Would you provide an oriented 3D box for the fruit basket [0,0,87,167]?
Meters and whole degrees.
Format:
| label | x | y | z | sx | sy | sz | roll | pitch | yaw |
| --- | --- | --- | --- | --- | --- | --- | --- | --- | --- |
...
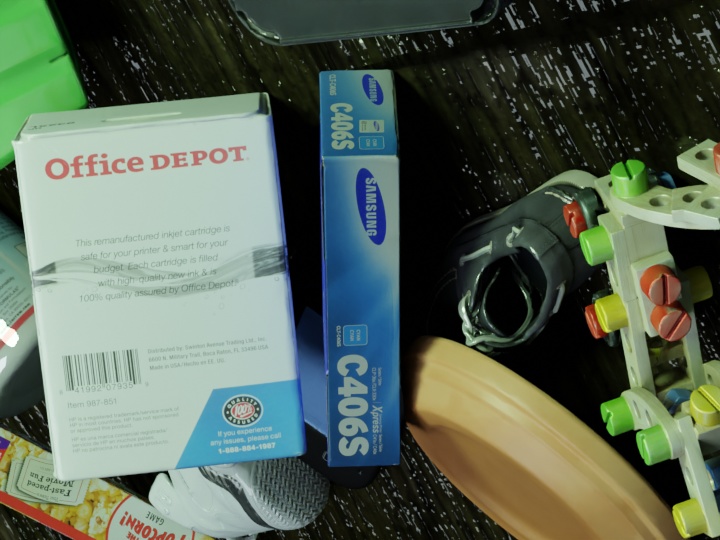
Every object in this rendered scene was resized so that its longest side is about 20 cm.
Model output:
| label | x | y | z | sx | sy | sz | roll | pitch | yaw |
| --- | --- | --- | --- | --- | --- | --- | --- | --- | --- |
| fruit basket | -0.284 | -0.148 | 1.642 | 0.156 | 0.215 | 0.216 | -114 | 2 | -63 |

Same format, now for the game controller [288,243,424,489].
| label | x | y | z | sx | sy | sz | roll | pitch | yaw |
| --- | --- | --- | --- | --- | --- | --- | --- | --- | --- |
| game controller | -0.015 | 0.061 | 1.692 | 0.104 | 0.042 | 0.200 | 42 | 148 | 13 |

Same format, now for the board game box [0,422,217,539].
| label | x | y | z | sx | sy | sz | roll | pitch | yaw |
| --- | --- | --- | --- | --- | --- | --- | --- | --- | --- |
| board game box | -0.212 | 0.146 | 1.898 | 0.200 | 0.046 | 0.151 | 30 | 174 | -28 |

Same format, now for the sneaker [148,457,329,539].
| label | x | y | z | sx | sy | sz | roll | pitch | yaw |
| --- | --- | --- | --- | --- | --- | --- | --- | --- | --- |
| sneaker | -0.116 | 0.100 | 1.821 | 0.200 | 0.075 | 0.115 | 48 | 145 | -3 |

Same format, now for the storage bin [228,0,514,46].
| label | x | y | z | sx | sy | sz | roll | pitch | yaw |
| --- | --- | --- | --- | --- | --- | --- | --- | --- | --- |
| storage bin | 0.007 | -0.194 | 1.356 | 0.200 | 0.094 | 0.136 | -1 | 123 | 50 |

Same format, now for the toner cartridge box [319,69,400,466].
| label | x | y | z | sx | sy | sz | roll | pitch | yaw |
| --- | --- | --- | --- | --- | --- | --- | --- | --- | --- |
| toner cartridge box | 0.000 | 0.000 | 1.532 | 0.043 | 0.095 | 0.201 | -2 | 123 | -2 |

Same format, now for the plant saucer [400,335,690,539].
| label | x | y | z | sx | sy | sz | roll | pitch | yaw |
| --- | --- | --- | --- | --- | --- | --- | --- | --- | --- |
| plant saucer | 0.096 | 0.115 | 1.556 | 0.200 | 0.037 | 0.200 | 38 | 166 | 11 |

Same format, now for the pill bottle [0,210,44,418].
| label | x | y | z | sx | sy | sz | roll | pitch | yaw |
| --- | --- | --- | --- | --- | --- | --- | --- | --- | --- |
| pill bottle | -0.279 | -0.001 | 1.886 | 0.200 | 0.109 | 0.109 | 40 | 147 | 15 |

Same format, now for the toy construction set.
| label | x | y | z | sx | sy | sz | roll | pitch | yaw |
| --- | --- | --- | --- | --- | --- | --- | --- | --- | --- |
| toy construction set | 0.158 | 0.020 | 1.380 | 0.131 | 0.092 | 0.201 | -119 | 27 | -58 |

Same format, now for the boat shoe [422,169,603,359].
| label | x | y | z | sx | sy | sz | roll | pitch | yaw |
| --- | --- | --- | --- | --- | --- | --- | --- | --- | --- |
| boat shoe | 0.073 | 0.009 | 1.511 | 0.073 | 0.063 | 0.200 | 49 | 148 | 1 |

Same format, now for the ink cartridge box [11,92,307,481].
| label | x | y | z | sx | sy | sz | roll | pitch | yaw |
| --- | --- | --- | --- | --- | --- | --- | --- | --- | --- |
| ink cartridge box | -0.112 | 0.007 | 1.593 | 0.084 | 0.144 | 0.201 | -99 | 3 | -77 |
